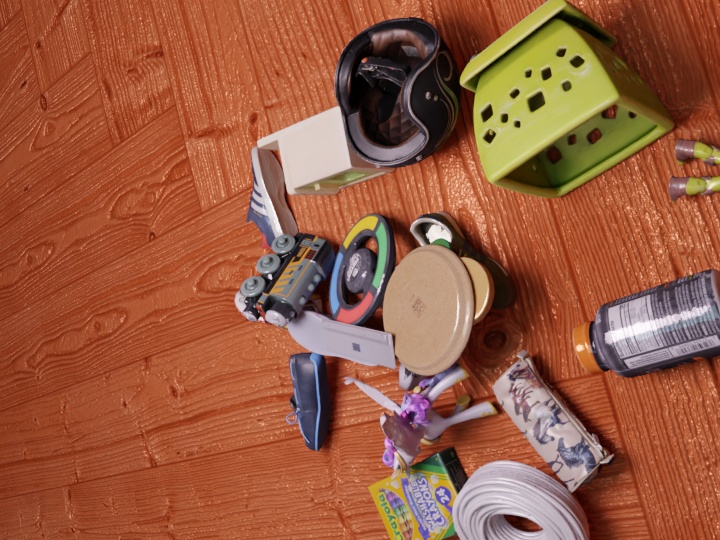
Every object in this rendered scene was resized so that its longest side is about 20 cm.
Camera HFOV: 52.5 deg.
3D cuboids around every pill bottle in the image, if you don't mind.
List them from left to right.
[{"bbox_3d":[0.382,0.077,0.953,0.200,0.106,0.107,-24,79,37],"label":"pill bottle"}]

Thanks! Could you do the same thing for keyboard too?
[{"bbox_3d":[-0.007,0.116,1.182,0.200,0.011,0.057,7,113,56],"label":"keyboard"}]

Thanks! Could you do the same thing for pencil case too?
[{"bbox_3d":[0.275,0.216,1.063,0.200,0.078,0.090,53,122,22],"label":"pencil case"}]

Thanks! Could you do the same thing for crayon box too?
[{"bbox_3d":[0.097,0.395,1.231,0.200,0.051,0.126,-36,72,34],"label":"crayon box"}]

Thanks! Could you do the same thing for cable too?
[{"bbox_3d":[0.235,0.371,1.068,0.199,0.069,0.201,23,127,19],"label":"cable"}]

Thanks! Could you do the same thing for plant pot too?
[{"bbox_3d":[0.261,-0.229,0.972,0.199,0.200,0.182,-32,68,35],"label":"plant pot"}]

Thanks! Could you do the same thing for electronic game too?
[{"bbox_3d":[0.000,0.000,1.234,0.200,0.041,0.201,-40,41,47],"label":"electronic game"}]

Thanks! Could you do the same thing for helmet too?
[{"bbox_3d":[0.062,-0.262,1.121,0.200,0.200,0.191,30,155,32],"label":"helmet"}]

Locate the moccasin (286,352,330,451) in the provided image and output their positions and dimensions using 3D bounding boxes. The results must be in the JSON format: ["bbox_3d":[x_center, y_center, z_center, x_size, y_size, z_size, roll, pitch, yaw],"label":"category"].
[{"bbox_3d":[-0.095,0.234,1.337,0.068,0.080,0.201,6,110,16],"label":"moccasin"}]

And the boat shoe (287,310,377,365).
[{"bbox_3d":[-0.033,0.112,1.290,0.199,0.066,0.070,13,107,25],"label":"boat shoe"}]

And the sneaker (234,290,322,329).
[{"bbox_3d":[-0.152,0.061,1.392,0.199,0.078,0.083,10,96,27],"label":"sneaker"}]

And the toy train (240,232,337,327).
[{"bbox_3d":[-0.127,0.014,1.301,0.114,0.200,0.085,13,144,28],"label":"toy train"}]

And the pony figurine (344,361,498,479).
[{"bbox_3d":[0.088,0.222,1.126,0.200,0.193,0.167,-38,33,1],"label":"pony figurine"}]

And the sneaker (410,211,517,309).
[{"bbox_3d":[0.150,-0.014,1.134,0.200,0.090,0.067,51,119,23],"label":"sneaker"}]

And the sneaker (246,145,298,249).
[{"bbox_3d":[-0.188,-0.135,1.396,0.084,0.075,0.201,-19,82,32],"label":"sneaker"}]

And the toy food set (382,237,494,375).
[{"bbox_3d":[0.103,0.054,1.083,0.198,0.048,0.201,38,115,49],"label":"toy food set"}]

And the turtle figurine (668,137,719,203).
[{"bbox_3d":[0.469,-0.110,0.897,0.161,0.064,0.201,8,99,37],"label":"turtle figurine"}]

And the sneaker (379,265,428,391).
[{"bbox_3d":[0.079,0.091,1.211,0.115,0.075,0.201,23,103,36],"label":"sneaker"}]

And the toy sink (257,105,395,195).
[{"bbox_3d":[-0.061,-0.194,1.260,0.199,0.130,0.113,-13,86,37],"label":"toy sink"}]
